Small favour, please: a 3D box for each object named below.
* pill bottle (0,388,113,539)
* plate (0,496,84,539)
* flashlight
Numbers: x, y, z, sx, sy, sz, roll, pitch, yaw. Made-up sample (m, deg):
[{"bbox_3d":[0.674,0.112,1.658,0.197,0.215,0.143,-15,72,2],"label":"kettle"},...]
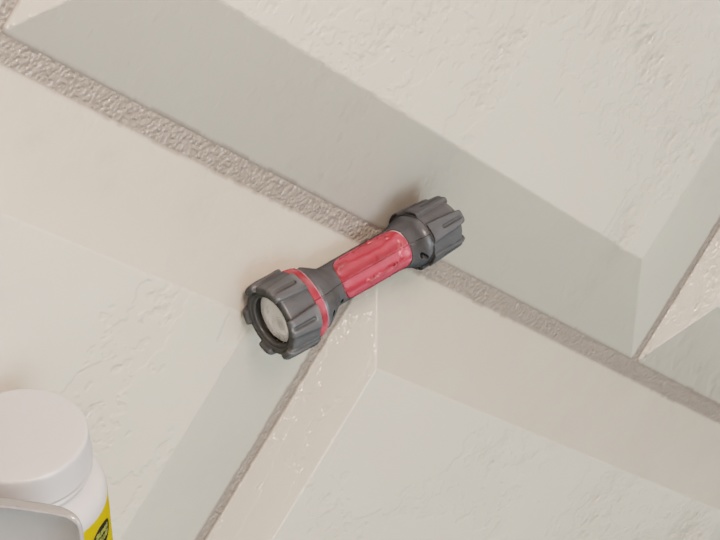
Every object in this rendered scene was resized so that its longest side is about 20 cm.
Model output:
[{"bbox_3d":[-0.235,0.190,1.578,0.114,0.114,0.201,-31,138,-31],"label":"pill bottle"},{"bbox_3d":[-0.276,0.214,1.513,0.032,0.198,0.201,-71,166,-49],"label":"plate"},{"bbox_3d":[0.000,0.000,1.747,0.199,0.068,0.068,-29,143,-31],"label":"flashlight"}]
